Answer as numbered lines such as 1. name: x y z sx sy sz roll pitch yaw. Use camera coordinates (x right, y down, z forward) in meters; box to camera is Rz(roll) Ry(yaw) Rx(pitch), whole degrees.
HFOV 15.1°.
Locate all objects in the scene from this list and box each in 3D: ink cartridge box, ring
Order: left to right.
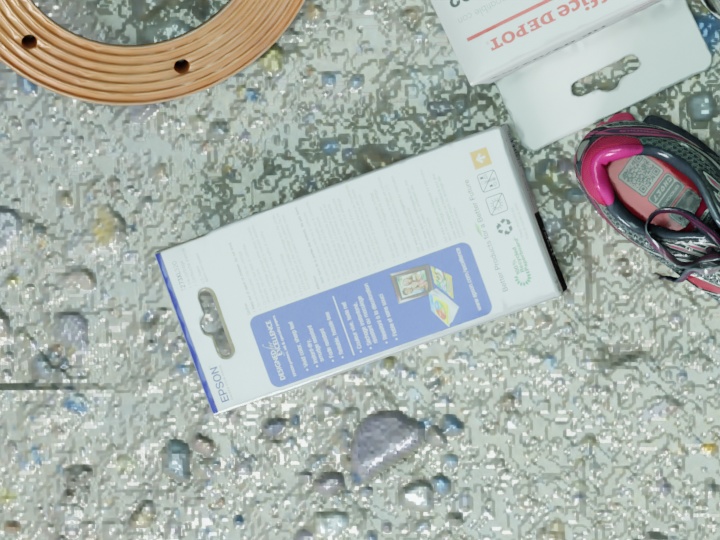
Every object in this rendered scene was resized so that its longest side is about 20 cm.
1. ring: -0.118 -0.178 1.408 0.200 0.019 0.201 -5 121 -8
2. ink cartridge box: 0.000 0.000 1.435 0.200 0.037 0.095 -20 92 10
3. ink cartridge box: 0.087 -0.171 1.385 0.115 0.068 0.200 -25 90 13

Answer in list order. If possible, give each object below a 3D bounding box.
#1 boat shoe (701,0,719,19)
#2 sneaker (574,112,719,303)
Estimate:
1. boat shoe: 0.194 -0.223 1.361 0.071 0.064 0.201 -3 94 11
2. sneaker: 0.194 -0.009 1.376 0.200 0.075 0.081 28 100 6
